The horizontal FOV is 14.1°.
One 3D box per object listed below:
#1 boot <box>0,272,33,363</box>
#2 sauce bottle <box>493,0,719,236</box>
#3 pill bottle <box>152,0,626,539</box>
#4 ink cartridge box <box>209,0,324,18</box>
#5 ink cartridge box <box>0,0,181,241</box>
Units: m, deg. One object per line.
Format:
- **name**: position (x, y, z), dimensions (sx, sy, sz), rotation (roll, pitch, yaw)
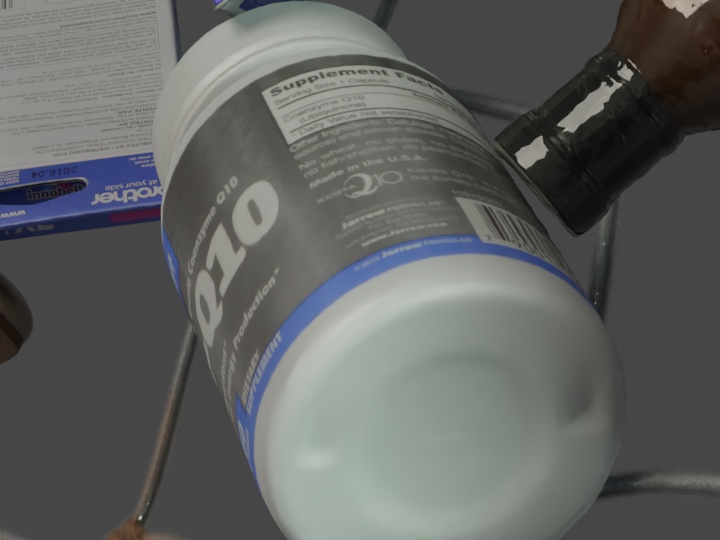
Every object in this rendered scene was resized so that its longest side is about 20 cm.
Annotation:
- **boot**: position (-0.167, -0.041, 1.202), dimensions (0.200, 0.070, 0.146), rotation (14, 55, 41)
- **sauce bottle**: position (0.129, -0.089, 0.898), dimensions (0.200, 0.065, 0.065), rotation (-42, 34, 3)
- **pill bottle**: position (0.000, 0.000, 0.919), dimensions (0.114, 0.114, 0.200), rotation (-42, 33, 9)
- **ink cartridge box**: position (-0.017, -0.133, 1.046), dimensions (0.099, 0.039, 0.200), rotation (-45, -2, 3)
- **ink cartridge box**: position (-0.128, -0.068, 1.153), dimensions (0.119, 0.042, 0.200), rotation (-8, 38, -2)
